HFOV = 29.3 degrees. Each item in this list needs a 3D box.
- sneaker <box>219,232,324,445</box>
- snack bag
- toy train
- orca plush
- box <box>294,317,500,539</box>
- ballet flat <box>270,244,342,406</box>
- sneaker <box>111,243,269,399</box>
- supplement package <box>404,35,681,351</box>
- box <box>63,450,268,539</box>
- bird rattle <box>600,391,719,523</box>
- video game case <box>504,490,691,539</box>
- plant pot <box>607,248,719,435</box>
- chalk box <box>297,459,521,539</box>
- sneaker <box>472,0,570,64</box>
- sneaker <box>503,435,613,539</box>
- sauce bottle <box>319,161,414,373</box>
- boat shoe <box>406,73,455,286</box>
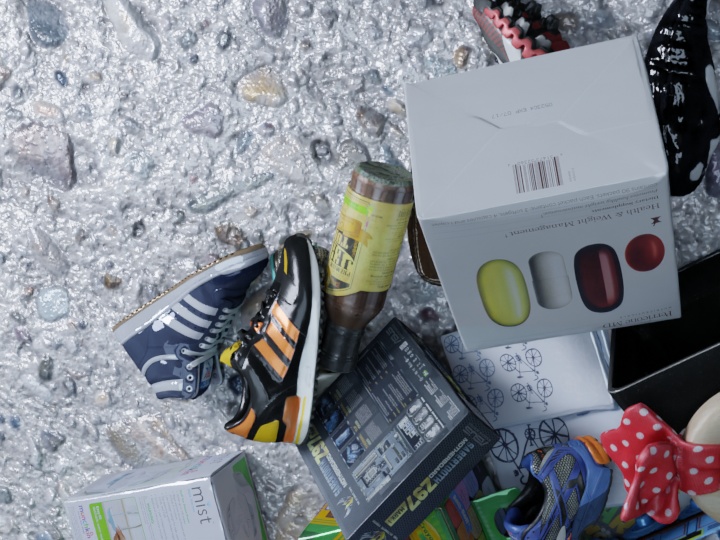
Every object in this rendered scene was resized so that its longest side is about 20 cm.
[{"bbox_3d":[-0.085,0.064,1.288,0.090,0.070,0.200,3,92,-11],"label":"sneaker"},{"bbox_3d":[0.170,0.135,1.270,0.189,0.021,0.200,-18,90,47],"label":"snack bag"},{"bbox_3d":[0.270,0.271,1.243,0.200,0.114,0.087,-27,91,20],"label":"toy train"},{"bbox_3d":[0.285,-0.161,1.197,0.105,0.071,0.200,22,106,13],"label":"orca plush"},{"bbox_3d":[0.025,0.151,1.263,0.158,0.200,0.051,-47,118,4],"label":"box"},{"bbox_3d":[-0.047,0.072,1.357,0.075,0.068,0.200,-1,97,5],"label":"ballet flat"},{"bbox_3d":[-0.150,0.058,1.379,0.200,0.070,0.109,-31,85,27],"label":"sneaker"},{"bbox_3d":[0.153,-0.056,1.127,0.191,0.200,0.147,-10,54,11],"label":"supplement package"},{"bbox_3d":[-0.188,0.305,1.425,0.176,0.097,0.200,-13,96,19],"label":"box"},{"bbox_3d":[0.299,0.152,1.078,0.200,0.113,0.163,38,107,-2],"label":"bird rattle"},{"bbox_3d":[0.245,0.236,1.315,0.200,0.018,0.143,-43,85,20],"label":"video game case"},{"bbox_3d":[0.343,0.091,1.174,0.199,0.200,0.177,-27,105,20],"label":"plant pot"},{"bbox_3d":[0.068,0.257,1.302,0.200,0.124,0.125,-19,102,27],"label":"chalk box"},{"bbox_3d":[0.158,-0.167,1.235,0.200,0.071,0.098,50,126,14],"label":"sneaker"},{"bbox_3d":[0.159,0.239,1.222,0.078,0.075,0.200,6,102,-20],"label":"sneaker"},{"bbox_3d":[0.000,0.000,1.283,0.065,0.065,0.200,19,109,14],"label":"sauce bottle"},{"bbox_3d":[0.072,-0.081,1.279,0.075,0.075,0.202,5,102,17],"label":"boat shoe"}]
